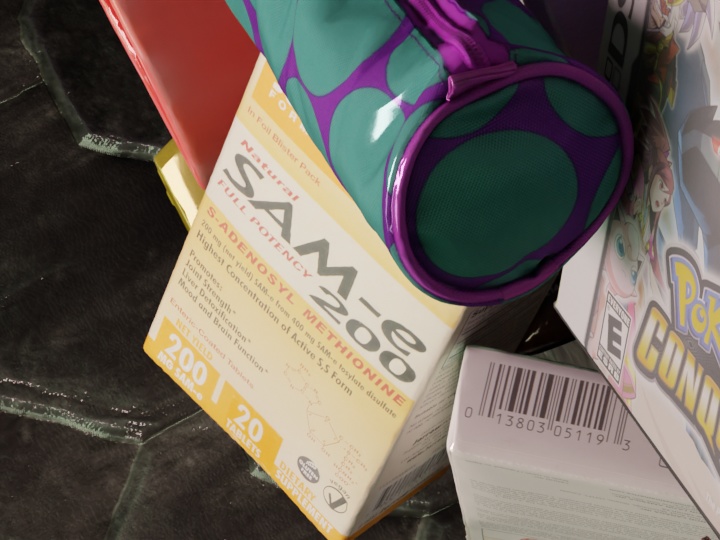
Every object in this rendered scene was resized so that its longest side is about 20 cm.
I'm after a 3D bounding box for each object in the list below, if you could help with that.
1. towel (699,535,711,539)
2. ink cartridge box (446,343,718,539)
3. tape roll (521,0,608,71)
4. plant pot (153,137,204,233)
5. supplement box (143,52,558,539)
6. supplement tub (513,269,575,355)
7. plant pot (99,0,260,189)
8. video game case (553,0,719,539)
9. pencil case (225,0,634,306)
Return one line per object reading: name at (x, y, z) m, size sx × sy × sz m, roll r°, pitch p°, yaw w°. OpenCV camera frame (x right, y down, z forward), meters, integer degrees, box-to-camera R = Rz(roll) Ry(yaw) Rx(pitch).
towel at (0.150, 0.180, 0.858) m, size 0.200 × 0.023 × 0.144 m, roll 52°, pitch 170°, yaw 20°
ink cartridge box at (0.120, 0.092, 1.150) m, size 0.200 × 0.161 × 0.050 m, roll 71°, pitch -149°, yaw -73°
tape roll at (0.062, -0.131, 1.000) m, size 0.200 × 0.066 × 0.200 m, roll 63°, pitch 177°, yaw 7°
plant pot at (-0.047, -0.056, 2.199) m, size 0.200 × 0.176 × 0.200 m, roll 62°, pitch 177°, yaw 6°
supplement box at (0.000, 0.000, 1.139) m, size 0.126 × 0.074 × 0.200 m, roll 44°, pitch 140°, yaw 17°
supplement tub at (0.057, -0.073, 1.175) m, size 0.200 × 0.107 × 0.107 m, roll 64°, pitch 176°, yaw -5°
plant pot at (-0.037, -0.161, 1.278) m, size 0.200 × 0.177 × 0.200 m, roll 61°, pitch 176°, yaw 7°
video game case at (0.114, -0.013, 0.817) m, size 0.200 × 0.025 × 0.181 m, roll -122°, pitch 33°, yaw -52°
pencil case at (0.012, -0.076, 0.918) m, size 0.200 × 0.085 × 0.092 m, roll -123°, pitch 17°, yaw -50°
